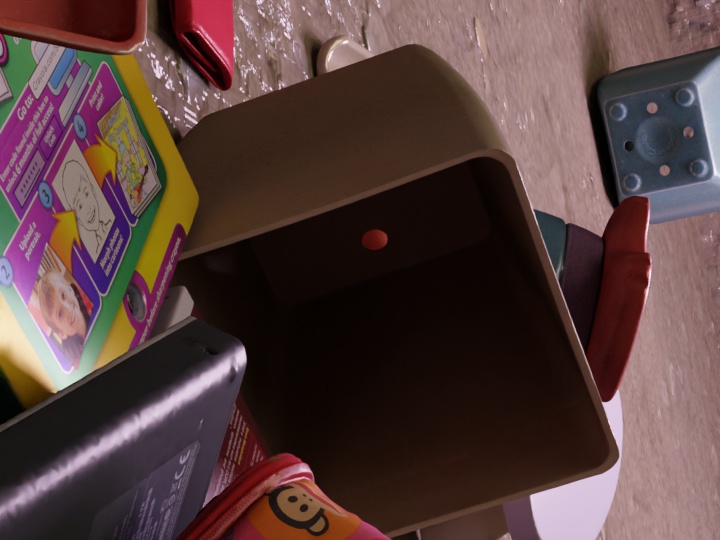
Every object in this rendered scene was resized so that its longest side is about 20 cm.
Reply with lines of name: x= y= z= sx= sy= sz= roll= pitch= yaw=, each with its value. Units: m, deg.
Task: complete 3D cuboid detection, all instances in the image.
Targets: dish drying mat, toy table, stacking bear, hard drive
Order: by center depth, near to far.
hard drive: x=-0.110 y=0.107 z=0.623 sx=0.200 sy=0.033 sz=0.141 roll=-33 pitch=144 yaw=-64
dish drying mat: x=-0.092 y=-0.206 z=1.030 sx=0.077 sy=0.018 sz=0.202 roll=46 pitch=36 yaw=-63
stacking bear: x=0.064 y=0.005 z=1.095 sx=0.122 sy=0.198 sz=0.115 roll=-75 pitch=176 yaw=-62
toy table: x=0.089 y=0.120 z=1.191 sx=0.200 sy=0.116 sz=0.186 roll=-3 pitch=89 yaw=-67

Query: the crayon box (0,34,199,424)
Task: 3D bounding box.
crayon box: x=-0.140 y=-0.035 z=0.718 sx=0.201 sy=0.058 sz=0.173 roll=-75 pitch=147 yaw=-52

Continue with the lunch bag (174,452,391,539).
lunch bag: x=-0.056 y=0.175 z=0.673 sx=0.176 sy=0.082 sz=0.201 roll=-45 pitch=158 yaw=-21

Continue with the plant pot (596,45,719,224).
plant pot: x=0.379 y=-0.158 z=2.153 sx=0.200 sy=0.194 sz=0.198 roll=-15 pitch=94 yaw=-63

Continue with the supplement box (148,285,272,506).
supplement box: x=-0.076 y=0.120 z=0.816 sx=0.109 sy=0.060 sz=0.201 roll=-76 pitch=148 yaw=-51

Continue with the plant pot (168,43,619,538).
plant pot: x=0.000 y=0.000 z=0.929 sx=0.178 sy=0.198 sz=0.201 roll=-95 pitch=164 yaw=-54

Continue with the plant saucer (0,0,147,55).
plant saucer: x=-0.168 y=-0.167 z=0.599 sx=0.198 sy=0.037 sz=0.202 roll=10 pitch=63 yaw=-25

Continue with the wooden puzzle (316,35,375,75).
wooden puzzle: x=0.033 y=-0.049 z=1.262 sx=0.185 sy=0.046 sz=0.202 roll=19 pitch=62 yaw=-69
